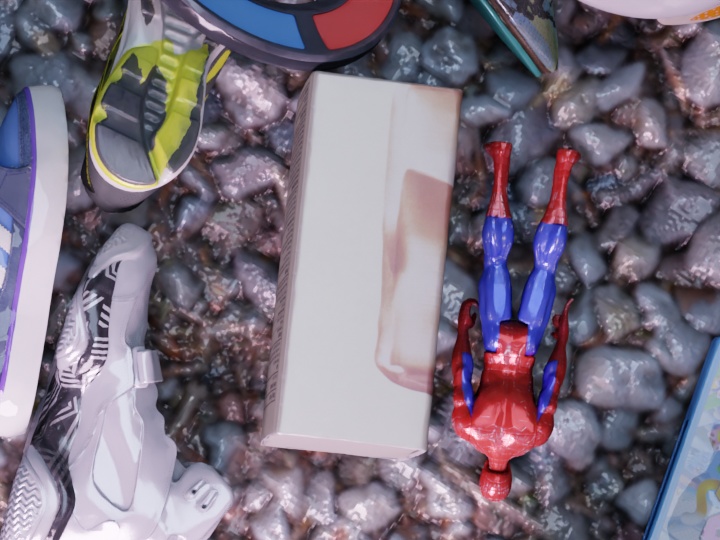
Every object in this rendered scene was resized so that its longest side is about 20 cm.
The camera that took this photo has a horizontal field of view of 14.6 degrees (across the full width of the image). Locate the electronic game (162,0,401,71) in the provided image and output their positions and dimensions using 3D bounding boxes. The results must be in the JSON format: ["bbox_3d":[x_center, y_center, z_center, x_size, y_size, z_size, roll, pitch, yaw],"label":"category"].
[{"bbox_3d":[-0.060,-0.196,1.549,0.200,0.042,0.200,22,47,-27],"label":"electronic game"}]

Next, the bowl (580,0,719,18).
[{"bbox_3d":[0.139,-0.206,1.473,0.201,0.201,0.090,41,47,-2],"label":"bowl"}]

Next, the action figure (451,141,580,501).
[{"bbox_3d":[0.087,0.031,1.586,0.065,0.052,0.200,7,87,-2],"label":"action figure"}]

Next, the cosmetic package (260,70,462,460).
[{"bbox_3d":[0.000,0.000,1.550,0.087,0.103,0.200,7,84,-6],"label":"cosmetic package"}]

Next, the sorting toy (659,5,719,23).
[{"bbox_3d":[0.250,-0.245,1.561,0.107,0.180,0.200,9,79,-15],"label":"sorting toy"}]

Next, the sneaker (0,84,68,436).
[{"bbox_3d":[-0.240,-0.011,1.526,0.146,0.081,0.200,8,88,-11],"label":"sneaker"}]

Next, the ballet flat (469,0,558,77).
[{"bbox_3d":[0.059,-0.198,1.582,0.200,0.074,0.074,45,79,-16],"label":"ballet flat"}]

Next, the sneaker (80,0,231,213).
[{"bbox_3d":[-0.112,-0.119,1.564,0.074,0.085,0.200,30,59,-10],"label":"sneaker"}]

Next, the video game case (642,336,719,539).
[{"bbox_3d":[0.236,0.155,1.608,0.143,0.018,0.200,21,81,-6],"label":"video game case"}]

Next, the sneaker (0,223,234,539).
[{"bbox_3d":[-0.118,0.081,1.539,0.115,0.075,0.200,18,86,-6],"label":"sneaker"}]
